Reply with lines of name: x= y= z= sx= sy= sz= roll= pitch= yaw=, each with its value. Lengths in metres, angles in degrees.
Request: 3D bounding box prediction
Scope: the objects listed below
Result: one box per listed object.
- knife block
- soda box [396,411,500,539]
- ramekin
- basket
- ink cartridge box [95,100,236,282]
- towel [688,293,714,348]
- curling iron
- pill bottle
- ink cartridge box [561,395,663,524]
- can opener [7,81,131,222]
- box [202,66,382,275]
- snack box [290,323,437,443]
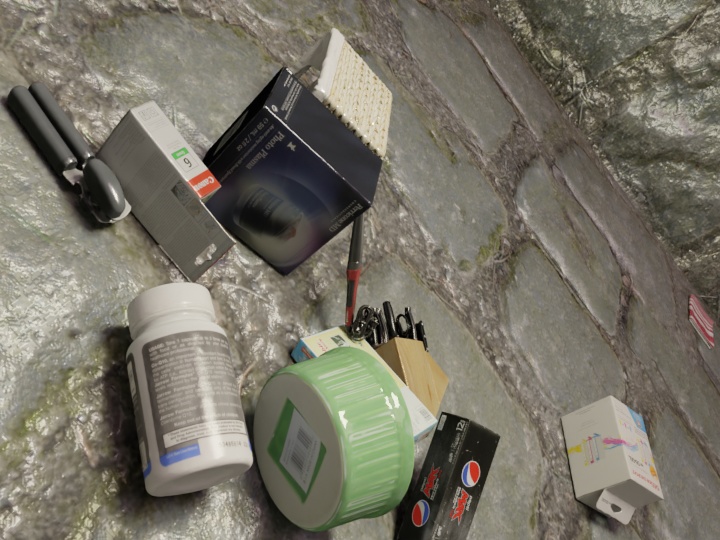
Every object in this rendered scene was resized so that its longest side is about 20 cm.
knife block: x=0.053 y=0.147 z=1.048 sx=0.176 sy=0.064 sz=0.201 roll=48 pitch=36 yaw=-9
soda box: x=0.117 y=0.302 z=0.915 sx=0.070 sy=0.063 sz=0.204 roll=30 pitch=75 yaw=-30
ramekin: x=-0.040 y=0.197 z=0.785 sx=0.096 sy=0.199 sz=0.204 roll=-5 pitch=65 yaw=-43
basket: x=-0.067 y=-0.242 z=1.107 sx=0.160 sy=0.196 sz=0.203 roll=38 pitch=37 yaw=-28
ink cartridge box: x=-0.237 y=-0.096 z=0.853 sx=0.201 sy=0.108 sz=0.050 roll=51 pitch=35 yaw=-7
towel: x=1.274 y=0.188 z=2.528 sx=0.145 sy=0.023 sz=0.200 roll=52 pitch=35 yaw=-5
curling iron: x=0.000 y=0.000 z=0.987 sx=0.048 sy=0.026 sz=0.206 roll=-1 pitch=89 yaw=-5
pill bottle: x=-0.189 y=0.125 z=0.728 sx=0.112 sy=0.113 sz=0.204 roll=9 pitch=56 yaw=-46
ink cartridge box: x=0.499 y=0.382 z=1.341 sx=0.127 sy=0.125 sz=0.203 roll=31 pitch=41 yaw=-30
can opener: x=-0.342 y=-0.144 z=0.811 sx=0.201 sy=0.066 sz=0.052 roll=52 pitch=36 yaw=2
box: x=-0.106 y=-0.133 z=0.962 sx=0.197 sy=0.199 sz=0.125 roll=38 pitch=37 yaw=-21
snack box: x=0.005 y=0.164 z=0.943 sx=0.200 sy=0.037 sz=0.115 roll=46 pitch=30 yaw=22
